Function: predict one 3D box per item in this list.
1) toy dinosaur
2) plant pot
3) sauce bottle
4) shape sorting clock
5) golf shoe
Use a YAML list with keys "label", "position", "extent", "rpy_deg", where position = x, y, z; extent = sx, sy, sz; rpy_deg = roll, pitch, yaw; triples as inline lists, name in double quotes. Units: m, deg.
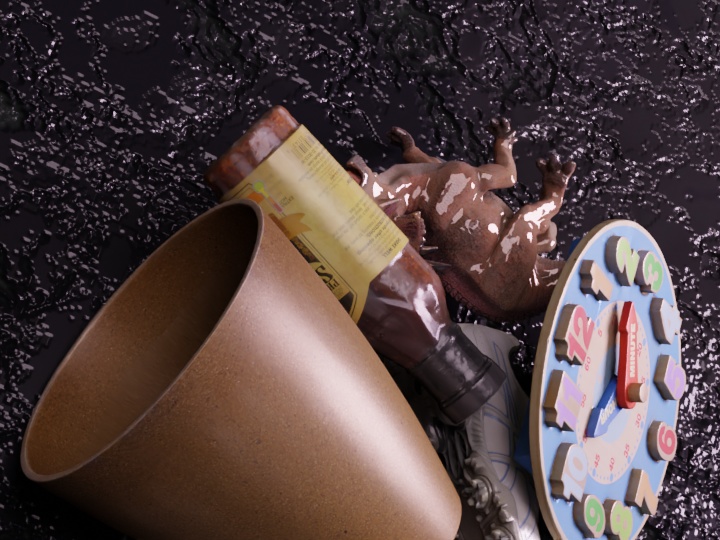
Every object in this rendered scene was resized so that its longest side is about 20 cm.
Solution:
- label: "toy dinosaur"
  position: [0.061, -0.014, 1.462]
  extent: [0.200, 0.086, 0.136]
  rpy_deg: [33, 57, -14]
- label: "plant pot"
  position: [-0.045, 0.095, 1.316]
  extent: [0.200, 0.186, 0.187]
  rpy_deg: [40, 55, -20]
- label: "sauce bottle"
  position: [0.000, 0.000, 1.355]
  extent: [0.200, 0.066, 0.066]
  rpy_deg: [47, 56, -3]
- label: "shape sorting clock"
  position: [0.147, 0.071, 1.424]
  extent: [0.200, 0.039, 0.201]
  rpy_deg: [-6, 98, -56]
- label: "golf shoe"
  position: [0.086, 0.119, 1.419]
  extent: [0.097, 0.078, 0.201]
  rpy_deg: [-6, 71, -34]
